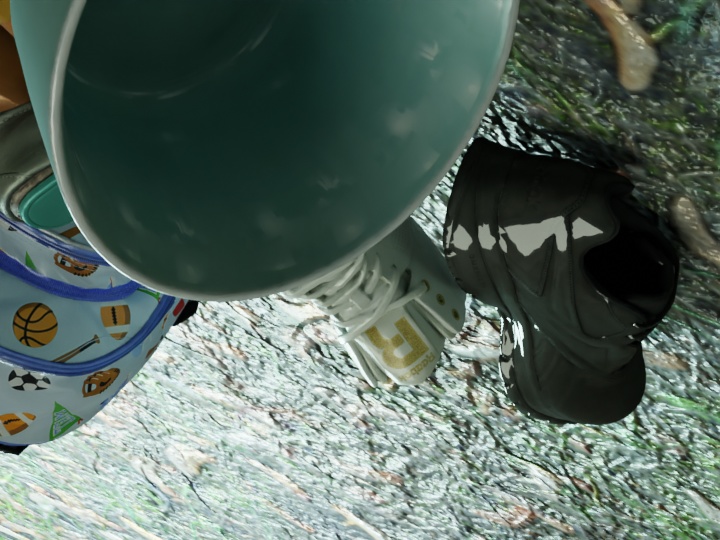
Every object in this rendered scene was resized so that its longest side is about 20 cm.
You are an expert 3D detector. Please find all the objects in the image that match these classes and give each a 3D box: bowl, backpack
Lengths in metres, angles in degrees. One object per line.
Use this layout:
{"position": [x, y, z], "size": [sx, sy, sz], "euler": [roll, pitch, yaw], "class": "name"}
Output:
{"position": [-0.050, -0.100, 0.919], "size": [0.105, 0.201, 0.201], "euler": [39, 171, 43], "class": "bowl"}
{"position": [-0.161, -0.018, 1.198], "size": [0.199, 0.191, 0.154], "euler": [27, 142, 0], "class": "backpack"}

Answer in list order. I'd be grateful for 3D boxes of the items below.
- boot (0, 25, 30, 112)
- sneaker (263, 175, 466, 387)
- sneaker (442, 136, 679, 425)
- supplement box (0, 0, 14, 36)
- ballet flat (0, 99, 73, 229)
{"position": [-0.193, -0.122, 1.049], "size": [0.199, 0.077, 0.155], "euler": [31, 173, -9], "class": "boot"}
{"position": [0.000, 0.000, 1.066], "size": [0.116, 0.073, 0.200], "euler": [56, -164, -5], "class": "sneaker"}
{"position": [0.105, 0.016, 1.125], "size": [0.090, 0.076, 0.200], "euler": [6, 154, 26], "class": "sneaker"}
{"position": [-0.169, -0.173, 0.969], "size": [0.200, 0.066, 0.069], "euler": [42, -161, -52], "class": "supplement box"}
{"position": [-0.076, -0.087, 1.052], "size": [0.199, 0.064, 0.067], "euler": [-28, 153, 13], "class": "ballet flat"}
